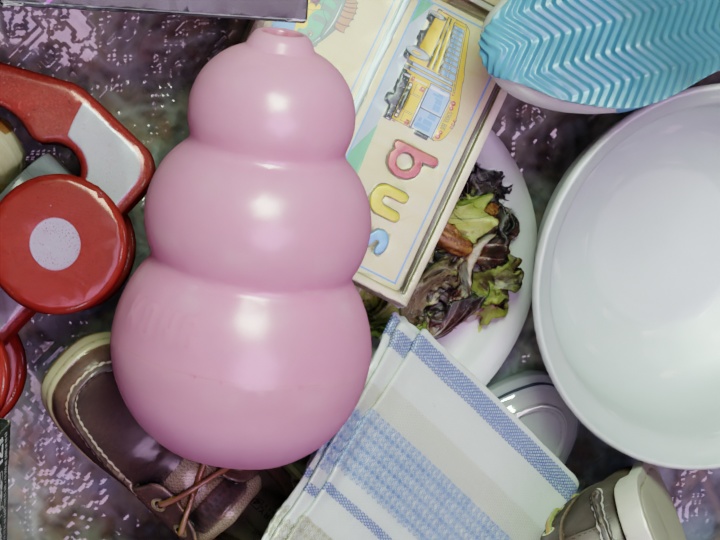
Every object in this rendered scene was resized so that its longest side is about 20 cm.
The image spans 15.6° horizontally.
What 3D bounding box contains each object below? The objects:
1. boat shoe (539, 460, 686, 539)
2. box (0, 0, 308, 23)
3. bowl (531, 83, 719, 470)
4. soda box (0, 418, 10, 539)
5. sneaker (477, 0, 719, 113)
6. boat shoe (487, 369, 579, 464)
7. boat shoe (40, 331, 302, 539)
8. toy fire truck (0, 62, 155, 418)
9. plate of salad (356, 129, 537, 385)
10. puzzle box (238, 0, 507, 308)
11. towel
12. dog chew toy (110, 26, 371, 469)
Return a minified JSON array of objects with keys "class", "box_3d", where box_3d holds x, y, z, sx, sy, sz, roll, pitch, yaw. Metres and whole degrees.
[{"class":"boat shoe","box_3d":[0.134,0.141,1.358,0.059,0.200,0.072,-22,82,9]},{"class":"box","box_3d":[-0.090,-0.216,1.195,0.142,0.036,0.202,3,94,-10]},{"class":"bowl","box_3d":[0.170,-0.005,1.370,0.200,0.090,0.203,-4,105,-15]},{"class":"soda box","box_3d":[-0.204,0.164,1.209,0.063,0.071,0.201,11,117,12]},{"class":"sneaker","box_3d":[0.132,-0.116,1.304,0.199,0.081,0.077,-13,88,-37]},{"class":"boat shoe","box_3d":[0.048,0.140,1.385,0.074,0.067,0.200,42,90,-21]},{"class":"boat shoe","box_3d":[-0.076,0.102,1.312,0.072,0.072,0.200,-46,128,-1]},{"class":"toy fire truck","box_3d":[-0.206,-0.018,1.262,0.168,0.112,0.200,42,89,-2]},{"class":"plate of salad","box_3d":[0.000,0.000,1.347,0.199,0.048,0.202,-4,104,-14]},{"class":"puzzle box","box_3d":[0.006,-0.098,1.305,0.132,0.025,0.201,25,85,-10]},{"class":"towel","box_3d":[0.019,0.140,1.307,0.147,0.024,0.201,43,63,-22]},{"class":"dog chew toy","box_3d":[-0.050,-0.012,1.223,0.124,0.125,0.201,4,106,-16]}]
